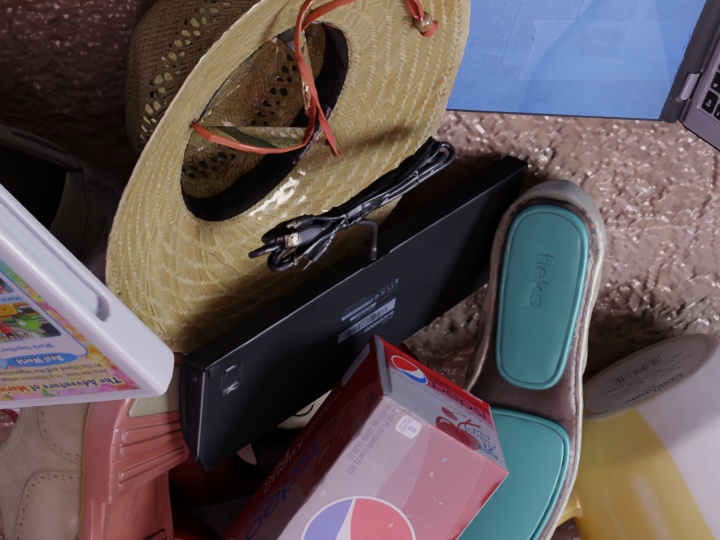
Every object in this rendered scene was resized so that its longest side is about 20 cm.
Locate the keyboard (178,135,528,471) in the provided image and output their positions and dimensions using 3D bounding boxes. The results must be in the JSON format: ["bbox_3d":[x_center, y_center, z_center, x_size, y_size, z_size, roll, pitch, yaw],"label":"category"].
[{"bbox_3d":[0.000,0.000,0.824,0.200,0.021,0.128,-33,148,-34],"label":"keyboard"}]

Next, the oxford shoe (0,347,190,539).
[{"bbox_3d":[-0.126,0.109,0.836,0.071,0.074,0.201,-17,129,-55],"label":"oxford shoe"}]

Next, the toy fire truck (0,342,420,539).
[{"bbox_3d":[-0.067,0.070,0.902,0.199,0.112,0.169,-15,114,2],"label":"toy fire truck"}]

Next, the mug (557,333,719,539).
[{"bbox_3d":[0.160,0.126,0.932,0.149,0.186,0.154,-16,105,47],"label":"mug"}]

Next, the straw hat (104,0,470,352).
[{"bbox_3d":[-0.050,-0.072,0.772,0.201,0.085,0.202,-37,152,-24],"label":"straw hat"}]

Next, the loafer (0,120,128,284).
[{"bbox_3d":[-0.133,-0.017,0.803,0.199,0.070,0.070,28,99,-23],"label":"loafer"}]

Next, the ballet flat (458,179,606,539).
[{"bbox_3d":[0.079,0.056,0.890,0.067,0.062,0.201,18,103,11],"label":"ballet flat"}]

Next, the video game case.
[{"bbox_3d":[-0.199,0.002,0.722,0.199,0.024,0.182,-6,145,28],"label":"video game case"}]

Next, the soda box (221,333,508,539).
[{"bbox_3d":[-0.021,0.131,0.836,0.070,0.063,0.200,32,107,-16],"label":"soda box"}]

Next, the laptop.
[{"bbox_3d":[0.154,-0.103,0.767,0.116,0.200,0.188,-30,149,-42],"label":"laptop"}]
